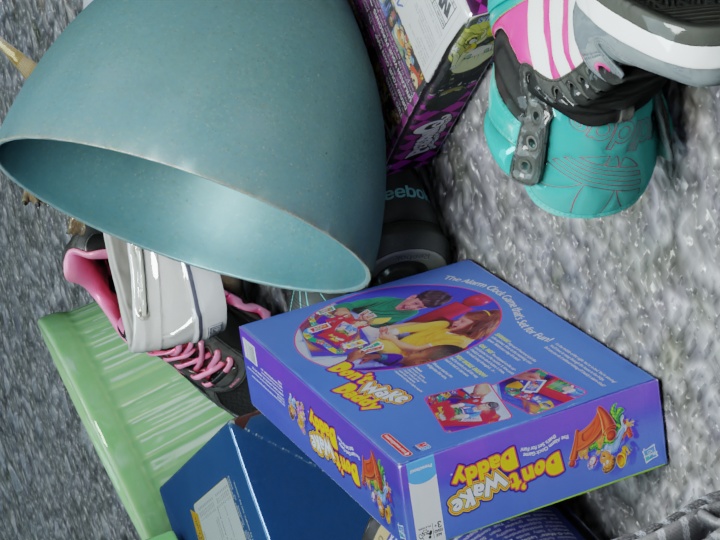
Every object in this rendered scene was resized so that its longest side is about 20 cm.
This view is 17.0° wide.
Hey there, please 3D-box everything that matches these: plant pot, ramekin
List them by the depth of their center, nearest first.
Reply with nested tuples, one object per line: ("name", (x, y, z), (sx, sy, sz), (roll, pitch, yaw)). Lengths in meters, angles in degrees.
("plant pot", (-0.070, -0.087, 1.215), (0.200, 0.199, 0.136), (156, 134, -71))
("ramekin", (-0.142, 0.103, 1.702), (0.201, 0.097, 0.200), (61, 171, 17))

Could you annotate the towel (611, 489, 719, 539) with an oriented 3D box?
("towel", (0.118, 0.195, 1.012), (0.086, 0.164, 0.201), (-127, 28, -58))

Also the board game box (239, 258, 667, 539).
("board game box", (0.040, 0.059, 1.164), (0.200, 0.134, 0.045), (-144, 41, -61))

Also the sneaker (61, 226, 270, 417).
("sneaker", (-0.119, 0.038, 1.559), (0.200, 0.095, 0.079), (45, 120, -6))

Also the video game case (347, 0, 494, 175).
("video game case", (0.010, -0.175, 1.214), (0.181, 0.036, 0.201), (120, 132, -64))

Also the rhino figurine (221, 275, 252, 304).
("rhino figurine", (-0.108, -0.030, 1.617), (0.087, 0.060, 0.201), (24, 131, 55))

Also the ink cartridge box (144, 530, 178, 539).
("ink cartridge box", (-0.108, 0.281, 1.414), (0.147, 0.084, 0.200), (95, 152, -45))

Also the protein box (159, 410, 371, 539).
("protein box", (-0.007, 0.180, 1.387), (0.200, 0.134, 0.200), (135, 117, -68))

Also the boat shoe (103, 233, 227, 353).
("boat shoe", (-0.136, -0.051, 1.373), (0.072, 0.065, 0.201), (168, 86, -71))

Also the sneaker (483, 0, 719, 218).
("sneaker", (0.101, -0.074, 0.962), (0.200, 0.083, 0.122), (-128, 33, -64))

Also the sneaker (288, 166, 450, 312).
("sneaker", (0.000, 0.000, 1.350), (0.200, 0.075, 0.080), (128, 136, -57))

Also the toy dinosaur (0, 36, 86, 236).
("toy dinosaur", (-0.179, -0.087, 1.515), (0.200, 0.058, 0.102), (39, 126, 49))

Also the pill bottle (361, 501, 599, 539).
("pill bottle", (0.086, 0.179, 1.164), (0.200, 0.111, 0.113), (-133, 33, -54))

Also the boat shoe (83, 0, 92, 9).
("boat shoe", (-0.132, -0.213, 1.551), (0.200, 0.072, 0.071), (147, 120, -65))
